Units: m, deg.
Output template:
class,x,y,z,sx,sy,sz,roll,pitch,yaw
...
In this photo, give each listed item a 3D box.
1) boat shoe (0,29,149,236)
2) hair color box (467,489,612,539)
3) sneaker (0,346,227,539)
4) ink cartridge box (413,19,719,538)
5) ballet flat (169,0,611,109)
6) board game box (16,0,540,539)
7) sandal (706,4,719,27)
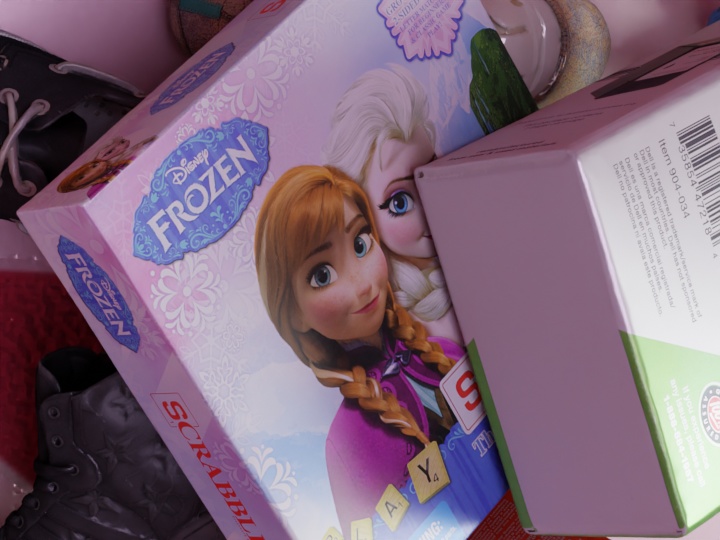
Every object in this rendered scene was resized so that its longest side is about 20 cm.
class,x,y,z,sx,sy,sz,roll,pitch,yaw
boat shoe,-0.114,-0.044,1.001,0.200,0.060,0.074,19,92,-26
hair color box,0.091,0.148,1.054,0.102,0.200,0.061,45,80,-25
sneaker,-0.101,0.074,1.004,0.200,0.060,0.104,-24,104,12
ink cartridge box,0.131,-0.006,0.995,0.200,0.084,0.146,-27,104,-42
ballet flat,0.023,-0.089,1.053,0.200,0.067,0.068,1,100,-25
board game box,0.000,0.000,0.960,0.200,0.041,0.200,-47,117,-34
sandal,0.157,-0.038,1.124,0.087,0.079,0.200,33,77,-22
